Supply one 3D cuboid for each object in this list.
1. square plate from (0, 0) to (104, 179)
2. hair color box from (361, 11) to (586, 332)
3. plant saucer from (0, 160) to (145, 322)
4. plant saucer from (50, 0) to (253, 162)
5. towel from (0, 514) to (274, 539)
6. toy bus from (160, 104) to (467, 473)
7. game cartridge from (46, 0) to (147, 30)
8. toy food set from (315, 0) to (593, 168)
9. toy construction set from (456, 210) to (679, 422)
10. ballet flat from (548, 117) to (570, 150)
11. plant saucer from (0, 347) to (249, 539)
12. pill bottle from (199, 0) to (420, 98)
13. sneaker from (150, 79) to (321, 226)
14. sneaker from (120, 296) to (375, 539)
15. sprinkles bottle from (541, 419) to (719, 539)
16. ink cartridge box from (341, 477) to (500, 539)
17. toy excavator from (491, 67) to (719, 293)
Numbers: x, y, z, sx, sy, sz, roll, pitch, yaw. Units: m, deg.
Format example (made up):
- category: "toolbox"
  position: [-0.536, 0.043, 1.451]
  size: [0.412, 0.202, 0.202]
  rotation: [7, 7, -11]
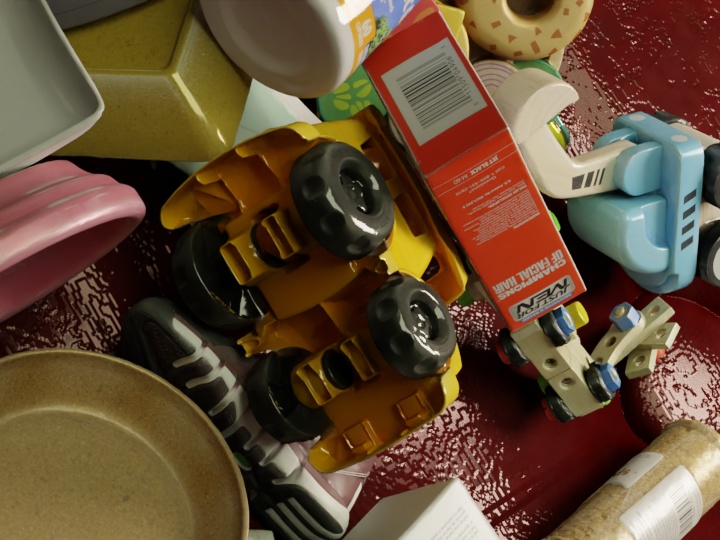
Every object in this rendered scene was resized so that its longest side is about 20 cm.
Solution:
- category: "square plate"
  position: [-0.259, -0.094, 1.116]
  size: [0.200, 0.028, 0.198]
  rotation: [-31, 49, -1]
- category: "hair color box"
  position: [0.074, -0.059, 1.236]
  size: [0.111, 0.064, 0.200]
  rotation: [63, 5, 36]
- category: "plant saucer"
  position: [-0.219, -0.003, 1.094]
  size: [0.200, 0.200, 0.051]
  rotation: [-29, 86, -38]
- category: "plant saucer"
  position: [-0.159, -0.166, 1.229]
  size: [0.199, 0.049, 0.201]
  rotation: [3, 57, 17]
- category: "towel"
  position: [-0.121, 0.241, 1.147]
  size: [0.199, 0.035, 0.193]
  rotation: [4, 66, -31]
- category: "toy bus"
  position: [0.000, 0.000, 1.210]
  size: [0.201, 0.135, 0.192]
  rotation: [60, 32, 1]
- category: "game cartridge"
  position: [-0.168, -0.218, 1.216]
  size: [0.199, 0.042, 0.134]
  rotation: [-21, 58, 1]
- category: "toy food set"
  position: [0.060, -0.161, 1.356]
  size: [0.199, 0.049, 0.199]
  rotation: [11, 104, -20]
- category: "toy construction set"
  position: [0.140, 0.029, 1.384]
  size: [0.200, 0.092, 0.131]
  rotation: [35, 29, -23]
- category: "ballet flat"
  position: [0.069, -0.147, 1.439]
  size: [0.067, 0.067, 0.200]
  rotation: [-41, 90, -17]
- category: "plant saucer"
  position: [-0.165, 0.138, 1.135]
  size: [0.199, 0.035, 0.201]
  rotation: [14, 48, -17]
- category: "pill bottle"
  position: [0.000, -0.207, 1.190]
  size: [0.112, 0.112, 0.200]
  rotation: [45, 59, -6]
- category: "sneaker"
  position: [-0.055, -0.045, 1.307]
  size: [0.200, 0.074, 0.118]
  rotation: [41, 67, -19]
- category: "sneaker"
  position: [-0.063, 0.075, 1.246]
  size: [0.200, 0.076, 0.116]
  rotation: [52, 46, -14]
- category: "sprinkles bottle"
  position: [0.185, 0.180, 1.346]
  size: [0.200, 0.068, 0.068]
  rotation: [-34, 88, -38]
- category: "ink cartridge box"
  position: [0.052, 0.255, 1.201]
  size: [0.147, 0.083, 0.200]
  rotation: [-41, 101, -39]
- category: "toy excavator"
  position: [0.184, -0.064, 1.394]
  size: [0.199, 0.100, 0.195]
  rotation: [-18, 122, -28]
